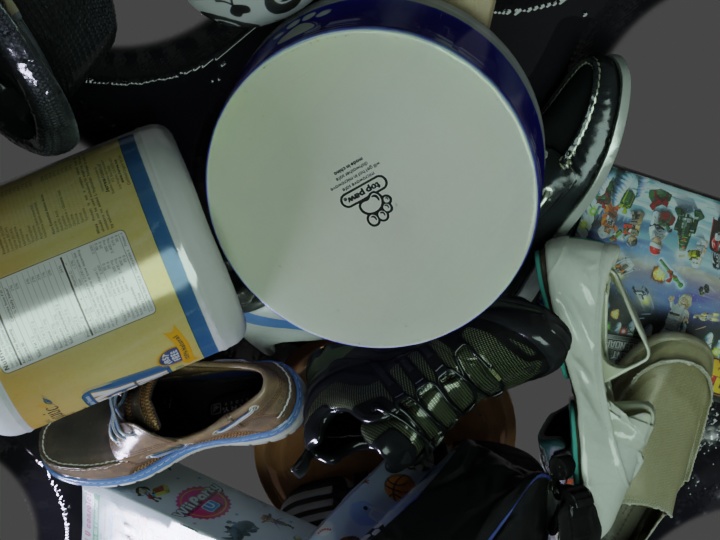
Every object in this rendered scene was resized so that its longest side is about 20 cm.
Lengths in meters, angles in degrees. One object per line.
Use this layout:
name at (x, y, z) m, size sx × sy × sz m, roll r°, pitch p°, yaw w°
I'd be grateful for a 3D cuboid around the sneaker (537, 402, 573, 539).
sneaker at (0.160, 0.152, 1.121) m, size 0.079 × 0.071 × 0.202 m, roll 16°, pitch 107°, yaw -14°

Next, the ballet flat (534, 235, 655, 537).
ballet flat at (0.160, 0.076, 0.974) m, size 0.069 × 0.069 × 0.202 m, roll -10°, pitch 93°, yaw -1°

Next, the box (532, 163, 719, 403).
box at (0.227, 0.013, 1.051) m, size 0.198 × 0.040 × 0.138 m, roll 15°, pitch 100°, yaw -14°

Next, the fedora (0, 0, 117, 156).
fedora at (-0.213, -0.168, 0.879) m, size 0.092 × 0.200 × 0.202 m, roll -43°, pitch 120°, yaw -22°

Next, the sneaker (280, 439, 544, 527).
sneaker at (0.047, 0.197, 1.099) m, size 0.198 × 0.076 × 0.116 m, roll -11°, pitch 124°, yaw 11°

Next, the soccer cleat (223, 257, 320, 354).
soccer cleat at (0.000, 0.000, 1.013) m, size 0.198 × 0.070 × 0.087 m, roll -18°, pitch 137°, yaw 14°

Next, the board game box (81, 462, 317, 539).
board game box at (-0.107, 0.230, 1.075) m, size 0.198 × 0.064 × 0.149 m, roll 20°, pitch 120°, yaw 21°

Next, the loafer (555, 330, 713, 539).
loafer at (0.196, 0.136, 1.034) m, size 0.075 × 0.068 × 0.202 m, roll 11°, pitch 117°, yaw -12°

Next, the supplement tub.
supplement tub at (-0.183, 0.012, 0.903) m, size 0.198 × 0.145 × 0.146 m, roll -22°, pitch 119°, yaw -5°

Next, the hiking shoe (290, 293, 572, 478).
hiking shoe at (0.046, 0.084, 0.952) m, size 0.199 × 0.101 × 0.076 m, roll -20°, pitch 131°, yaw 32°

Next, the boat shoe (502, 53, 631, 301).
boat shoe at (0.116, -0.058, 0.999) m, size 0.060 × 0.076 × 0.202 m, roll 13°, pitch 115°, yaw -20°

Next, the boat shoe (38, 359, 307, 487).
boat shoe at (-0.139, 0.094, 1.019) m, size 0.198 × 0.073 × 0.072 m, roll -17°, pitch 156°, yaw 11°

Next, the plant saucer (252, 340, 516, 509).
plant saucer at (0.019, 0.129, 1.110) m, size 0.198 × 0.032 × 0.202 m, roll -3°, pitch 119°, yaw -5°

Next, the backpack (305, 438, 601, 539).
backpack at (0.044, 0.225, 0.961) m, size 0.199 × 0.153 × 0.192 m, roll -35°, pitch 132°, yaw -39°

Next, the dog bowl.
dog bowl at (0.010, -0.059, 0.886) m, size 0.198 × 0.079 × 0.202 m, roll 3°, pitch 115°, yaw 7°

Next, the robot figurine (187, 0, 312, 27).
robot figurine at (-0.090, -0.233, 0.852) m, size 0.125 × 0.150 × 0.200 m, roll -40°, pitch 115°, yaw 0°

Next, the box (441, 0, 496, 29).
box at (0.031, -0.162, 0.931) m, size 0.094 × 0.078 × 0.202 m, roll 6°, pitch 117°, yaw -9°
